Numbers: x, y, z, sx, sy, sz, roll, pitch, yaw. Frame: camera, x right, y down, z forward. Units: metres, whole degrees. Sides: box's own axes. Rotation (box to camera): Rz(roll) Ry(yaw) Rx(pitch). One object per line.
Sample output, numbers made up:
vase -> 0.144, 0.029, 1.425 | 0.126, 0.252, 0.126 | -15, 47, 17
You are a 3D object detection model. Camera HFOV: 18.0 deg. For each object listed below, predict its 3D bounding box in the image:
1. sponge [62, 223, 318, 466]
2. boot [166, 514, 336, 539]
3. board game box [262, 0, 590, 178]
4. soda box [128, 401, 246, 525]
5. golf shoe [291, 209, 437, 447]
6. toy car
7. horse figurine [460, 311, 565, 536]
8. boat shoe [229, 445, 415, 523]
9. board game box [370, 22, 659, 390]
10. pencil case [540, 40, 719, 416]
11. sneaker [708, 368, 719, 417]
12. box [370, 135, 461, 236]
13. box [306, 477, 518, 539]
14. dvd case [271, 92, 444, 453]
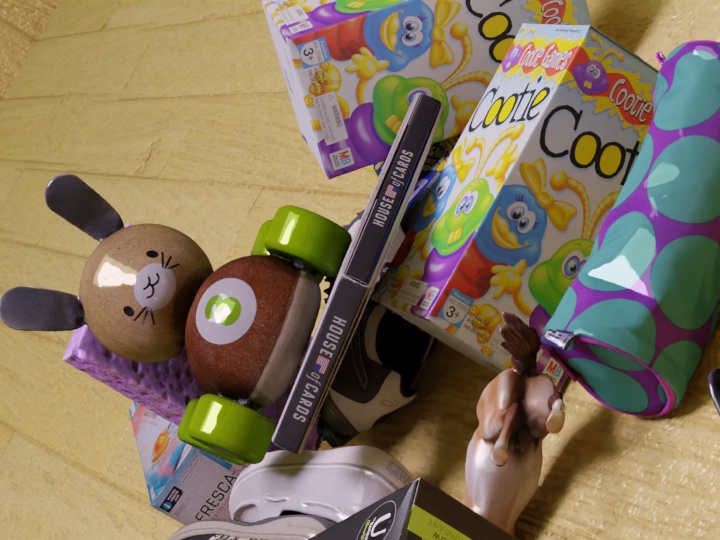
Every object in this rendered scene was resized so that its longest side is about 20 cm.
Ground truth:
sponge -> -0.109, 0.062, 1.631 | 0.030, 0.200, 0.112 | -30, 35, 49
boot -> -0.095, 0.235, 1.430 | 0.203, 0.073, 0.154 | -17, 35, 48
board game box -> 0.049, -0.155, 1.545 | 0.199, 0.105, 0.103 | -20, 23, -5
soda box -> -0.128, 0.133, 1.761 | 0.064, 0.068, 0.200 | -55, 19, 9
golf shoe -> 0.021, 0.032, 1.578 | 0.094, 0.078, 0.201 | -20, 42, 33
toy car -> -0.132, 0.017, 1.521 | 0.158, 0.199, 0.165 | 150, 143, -79
horse figurine -> 0.079, 0.114, 1.288 | 0.133, 0.050, 0.201 | -85, 8, -75
boat shoe -> -0.036, 0.166, 1.500 | 0.200, 0.072, 0.069 | -9, 34, 52
board game box -> 0.110, -0.040, 1.400 | 0.201, 0.103, 0.105 | -61, 20, -5
pencil case -> 0.170, -0.025, 1.263 | 0.092, 0.085, 0.201 | 14, 70, 38
sneaker -> 0.213, 0.036, 1.038 | 0.078, 0.112, 0.200 | -49, 22, 23
box -> 0.062, -0.056, 1.585 | 0.064, 0.070, 0.200 | -52, 21, 13
box -> 0.016, 0.221, 1.185 | 0.200, 0.148, 0.125 | -35, 29, 49
dvd case -> 0.000, 0.000, 1.439 | 0.200, 0.025, 0.151 | -66, -1, -50
